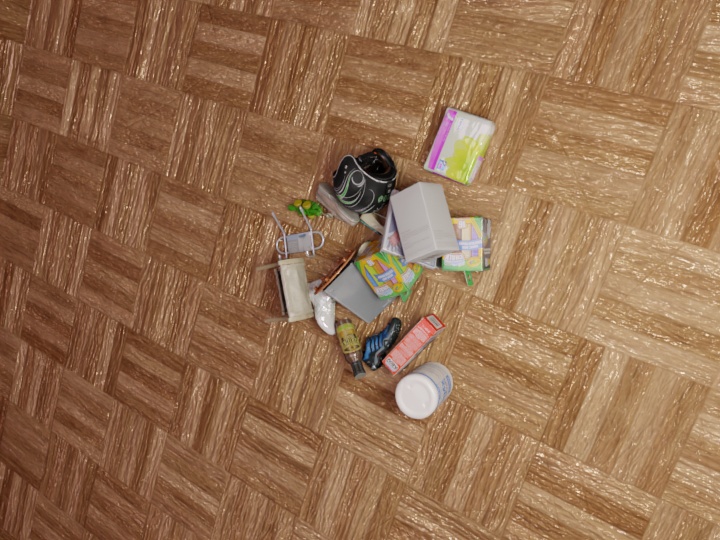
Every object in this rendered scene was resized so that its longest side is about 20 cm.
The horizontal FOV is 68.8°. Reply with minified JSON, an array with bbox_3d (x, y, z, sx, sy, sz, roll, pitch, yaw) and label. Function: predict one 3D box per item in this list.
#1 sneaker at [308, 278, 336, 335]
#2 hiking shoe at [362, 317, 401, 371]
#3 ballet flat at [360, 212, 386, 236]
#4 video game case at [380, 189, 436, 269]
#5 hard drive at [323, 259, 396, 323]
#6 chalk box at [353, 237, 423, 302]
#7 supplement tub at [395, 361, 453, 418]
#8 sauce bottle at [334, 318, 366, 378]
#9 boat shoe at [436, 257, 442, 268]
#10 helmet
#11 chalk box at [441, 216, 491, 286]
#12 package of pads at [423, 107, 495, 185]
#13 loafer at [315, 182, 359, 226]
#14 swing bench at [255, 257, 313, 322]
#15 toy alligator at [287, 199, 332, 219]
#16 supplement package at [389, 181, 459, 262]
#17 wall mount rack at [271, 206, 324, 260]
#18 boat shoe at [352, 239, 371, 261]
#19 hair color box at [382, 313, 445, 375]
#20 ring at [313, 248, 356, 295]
[{"bbox_3d":[-0.119,0.123,1.800,0.080,0.070,0.201,-25,82,21],"label":"sneaker"},{"bbox_3d":[0.061,0.231,1.719,0.086,0.074,0.201,33,106,19],"label":"hiking shoe"},{"bbox_3d":[0.082,-0.129,1.699,0.200,0.069,0.070,43,109,17],"label":"ballet flat"},{"bbox_3d":[0.158,-0.123,1.578,0.023,0.181,0.201,-30,45,62],"label":"video game case"},{"bbox_3d":[-0.001,0.071,1.701,0.200,0.033,0.140,37,111,-22],"label":"hard drive"},{"bbox_3d":[0.102,0.004,1.628,0.124,0.125,0.200,-23,110,43],"label":"chalk box"},{"bbox_3d":[0.196,0.359,1.596,0.131,0.200,0.133,2,94,25],"label":"supplement tub"},{"bbox_3d":[-0.029,0.257,1.735,0.065,0.065,0.201,-35,58,22],"label":"sauce bottle"},{"bbox_3d":[0.204,-0.095,1.645,0.203,0.074,0.065,61,152,7],"label":"boat shoe"},{"bbox_3d":[0.009,-0.275,1.654,0.200,0.199,0.191,52,139,13],"label":"helmet"},{"bbox_3d":[0.315,-0.055,1.560,0.123,0.124,0.202,2,93,24],"label":"chalk box"},{"bbox_3d":[0.299,-0.371,1.580,0.154,0.068,0.201,26,104,22],"label":"package of pads"},{"bbox_3d":[-0.079,-0.212,1.771,0.200,0.072,0.063,48,128,21],"label":"loafer"},{"bbox_3d":[-0.243,0.067,1.778,0.200,0.129,0.200,-9,90,56],"label":"swing bench"},{"bbox_3d":[-0.163,-0.215,1.807,0.199,0.059,0.054,13,56,31],"label":"toy alligator"},{"bbox_3d":[0.182,-0.135,1.499,0.117,0.117,0.201,-22,77,43],"label":"supplement package"},{"bbox_3d":[-0.231,-0.125,1.834,0.199,0.074,0.175,-8,90,24],"label":"wall mount rack"},{"bbox_3d":[0.001,0.000,1.737,0.066,0.072,0.202,31,101,25],"label":"boat shoe"},{"bbox_3d":[0.169,0.231,1.650,0.064,0.111,0.200,47,111,15],"label":"hair color box"},{"bbox_3d":[-0.087,0.000,1.711,0.019,0.201,0.200,43,110,-6],"label":"ring"}]
